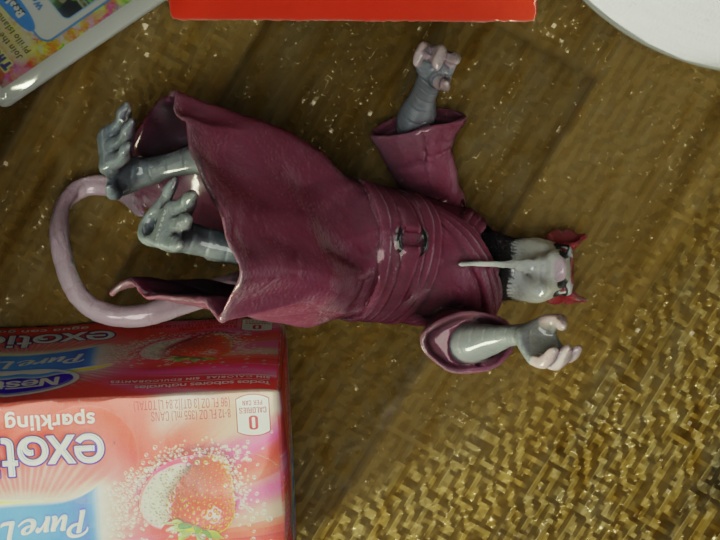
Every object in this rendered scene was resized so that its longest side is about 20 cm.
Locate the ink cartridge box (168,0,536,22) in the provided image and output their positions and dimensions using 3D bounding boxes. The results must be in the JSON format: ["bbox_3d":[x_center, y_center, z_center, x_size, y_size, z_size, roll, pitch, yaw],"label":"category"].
[{"bbox_3d":[-0.021,-0.186,1.063,0.160,0.047,0.200,3,106,26],"label":"ink cartridge box"}]

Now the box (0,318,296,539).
[{"bbox_3d":[-0.126,0.083,1.146,0.200,0.095,0.103,-2,107,0],"label":"box"}]

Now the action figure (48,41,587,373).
[{"bbox_3d":[0.000,0.000,1.121,0.200,0.134,0.149,12,146,-30],"label":"action figure"}]

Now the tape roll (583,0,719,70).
[{"bbox_3d":[0.152,-0.177,1.091,0.200,0.066,0.200,0,106,0],"label":"tape roll"}]

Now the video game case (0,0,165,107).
[{"bbox_3d":[-0.129,-0.181,1.077,0.182,0.024,0.200,-30,105,31],"label":"video game case"}]
